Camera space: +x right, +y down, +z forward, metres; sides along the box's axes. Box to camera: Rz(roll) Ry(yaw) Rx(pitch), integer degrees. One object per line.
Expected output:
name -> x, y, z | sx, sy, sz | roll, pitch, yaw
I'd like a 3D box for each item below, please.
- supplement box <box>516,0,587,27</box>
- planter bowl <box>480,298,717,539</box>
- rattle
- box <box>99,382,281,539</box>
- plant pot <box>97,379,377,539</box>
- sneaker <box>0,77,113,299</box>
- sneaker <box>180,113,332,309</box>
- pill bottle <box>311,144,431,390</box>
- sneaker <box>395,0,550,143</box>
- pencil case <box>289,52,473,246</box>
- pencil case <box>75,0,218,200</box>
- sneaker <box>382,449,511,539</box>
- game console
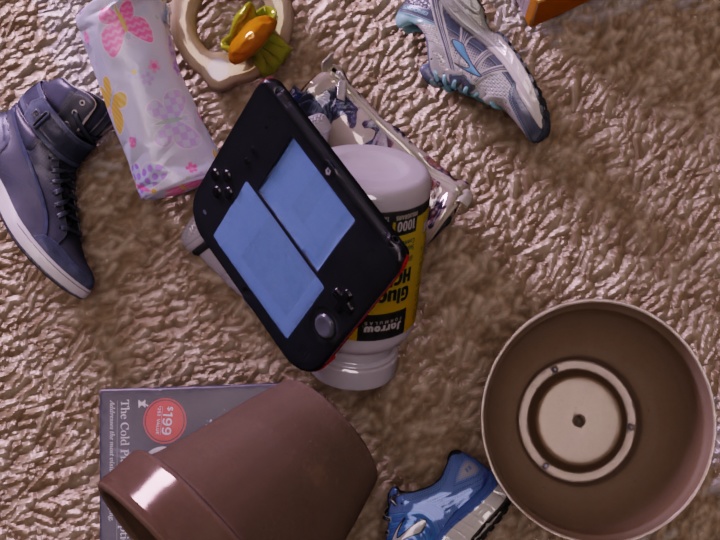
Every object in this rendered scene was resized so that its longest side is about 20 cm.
supplement box -> 0.182, -0.361, 1.099 | 0.124, 0.074, 0.203 | -24, 82, -1
planter bowl -> 0.201, 0.133, 1.005 | 0.196, 0.135, 0.204 | 0, 83, 2
rattle -> -0.147, -0.282, 1.080 | 0.128, 0.143, 0.203 | -19, 88, 19
box -> -0.139, 0.206, 1.031 | 0.178, 0.104, 0.204 | -2, 83, 2
plant pot -> -0.080, 0.187, 0.898 | 0.174, 0.201, 0.200 | -41, 82, -21
sneaker -> -0.280, -0.089, 1.089 | 0.145, 0.077, 0.204 | -35, 81, 1
sneaker -> -0.073, -0.050, 1.052 | 0.200, 0.075, 0.115 | -41, 88, 29
pill bottle -> 0.000, 0.000, 1.010 | 0.110, 0.113, 0.203 | 7, 118, 4
sneaker -> 0.108, -0.195, 1.092 | 0.086, 0.078, 0.201 | -37, 75, 10
pencil case -> 0.017, -0.109, 1.069 | 0.200, 0.090, 0.078 | 42, 56, 8
pencil case -> -0.200, -0.169, 1.077 | 0.090, 0.083, 0.203 | -20, 93, -37
sneaker -> 0.049, 0.250, 1.039 | 0.089, 0.079, 0.200 | 41, 85, 23
game console -> -0.059, -0.032, 0.951 | 0.031, 0.177, 0.201 | -23, 69, -42
